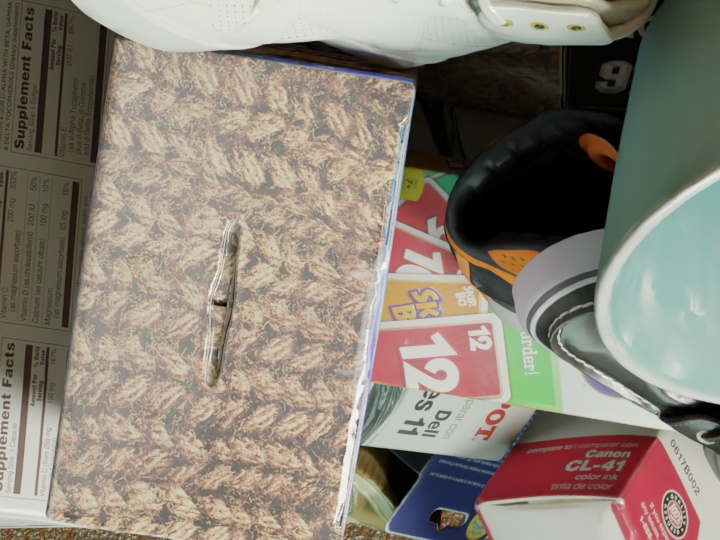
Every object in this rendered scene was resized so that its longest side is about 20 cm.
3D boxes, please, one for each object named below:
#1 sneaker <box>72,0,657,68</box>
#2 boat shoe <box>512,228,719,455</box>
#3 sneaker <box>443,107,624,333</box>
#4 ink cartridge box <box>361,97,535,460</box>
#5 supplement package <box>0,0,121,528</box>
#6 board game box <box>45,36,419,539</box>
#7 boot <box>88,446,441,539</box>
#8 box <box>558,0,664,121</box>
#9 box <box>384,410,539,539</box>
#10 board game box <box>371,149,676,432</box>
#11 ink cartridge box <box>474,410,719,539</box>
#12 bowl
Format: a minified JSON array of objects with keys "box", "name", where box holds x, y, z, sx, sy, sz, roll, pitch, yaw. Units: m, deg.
[{"box":[0.010,-0.101,0.744,0.116,0.074,0.200,-5,177,37],"name":"sneaker"},{"box":[0.144,0.043,0.886,0.200,0.066,0.070,20,132,-30],"name":"boat shoe"},{"box":[0.125,-0.012,0.917,0.200,0.078,0.112,-4,163,15],"name":"sneaker"},{"box":[0.000,0.000,1.111,0.200,0.083,0.147,8,132,-28],"name":"ink cartridge box"},{"box":[-0.180,-0.003,0.994,0.111,0.200,0.156,10,169,-33],"name":"supplement package"},{"box":[-0.039,-0.002,0.902,0.097,0.160,0.200,9,-173,1],"name":"board game box"},{"box":[-0.059,0.097,1.275,0.155,0.072,0.200,-15,153,25],"name":"boot"},{"box":[0.176,-0.060,0.978,0.200,0.046,0.159,3,171,5],"name":"box"},{"box":[0.082,0.047,1.271,0.032,0.200,0.121,37,-173,27],"name":"box"},{"box":[0.098,0.013,1.021,0.200,0.096,0.030,8,-159,-1],"name":"board game box"},{"box":[0.153,0.105,1.204,0.086,0.148,0.200,-7,-150,39],"name":"ink cartridge box"},{"box":[0.163,-0.045,0.791,0.201,0.105,0.201,-6,151,-3],"name":"bowl"}]
